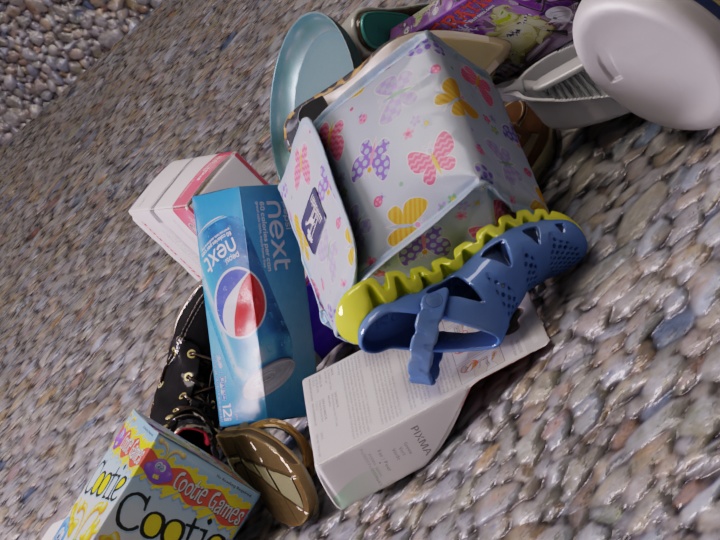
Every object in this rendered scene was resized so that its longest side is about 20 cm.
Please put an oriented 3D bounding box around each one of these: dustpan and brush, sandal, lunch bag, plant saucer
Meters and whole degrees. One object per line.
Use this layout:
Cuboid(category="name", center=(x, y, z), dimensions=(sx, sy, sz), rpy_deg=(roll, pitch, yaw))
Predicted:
Cuboid(category="dustpan and brush", center=(0.159, -0.154, 1.647), dimensions=(0.199, 0.057, 0.140), rpy_deg=(-25, 23, 19))
Cuboid(category="sandal", center=(0.086, 0.025, 1.464), dimensions=(0.199, 0.080, 0.087), rpy_deg=(-27, 56, -8))
Cuboid(category="sandal", center=(-0.068, 0.154, 1.595), dimensions=(0.054, 0.081, 0.200), rpy_deg=(-26, 8, -14))
Cuboid(category="lunch bag", center=(0.027, -0.059, 1.551), dimensions=(0.200, 0.127, 0.170), rpy_deg=(-36, 52, 26))
Cuboid(category="plant saucer", center=(-0.036, -0.150, 1.904), dimensions=(0.200, 0.027, 0.201), rpy_deg=(9, 100, 64))

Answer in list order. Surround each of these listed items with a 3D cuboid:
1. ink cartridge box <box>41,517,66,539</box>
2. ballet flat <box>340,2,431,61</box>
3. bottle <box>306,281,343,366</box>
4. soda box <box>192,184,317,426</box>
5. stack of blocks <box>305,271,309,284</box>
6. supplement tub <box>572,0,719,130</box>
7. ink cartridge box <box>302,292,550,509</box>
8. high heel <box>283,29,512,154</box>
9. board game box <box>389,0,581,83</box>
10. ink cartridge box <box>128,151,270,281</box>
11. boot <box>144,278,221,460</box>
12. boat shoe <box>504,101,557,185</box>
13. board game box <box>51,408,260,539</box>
Cuboid(category="ink cartridge box", center=(-0.267, 0.306, 1.714), dimensions=(0.117, 0.067, 0.200), rpy_deg=(-28, 27, 47))
Cuboid(category="ballet flat", center=(0.045, -0.232, 1.972), dimensions=(0.199, 0.070, 0.069), rpy_deg=(-3, -20, -45))
Cuboid(category="bottle", center=(0.000, 0.000, 1.749), dimensions=(0.200, 0.065, 0.084), rpy_deg=(-52, 9, -13))
Cuboid(category="soda box", center=(-0.089, 0.030, 1.680), dimensions=(0.064, 0.201, 0.068), rpy_deg=(-10, -4, 44))
Cuboid(category="stack of blocks", center=(-0.047, -0.033, 1.810), dimensions=(0.115, 0.058, 0.200), rpy_deg=(-47, -9, -37))
Cuboid(category="supplement tub", center=(0.265, -0.222, 1.488), dimensions=(0.144, 0.144, 0.200), rpy_deg=(-16, 36, 58))
Cuboid(category="ink cartridge box", center=(0.054, 0.088, 1.510), dimensions=(0.199, 0.050, 0.161), rpy_deg=(-26, 21, 5))
Cuboid(category="high heel", center=(0.028, -0.152, 1.682), dimensions=(0.199, 0.072, 0.143), rpy_deg=(-21, -3, -9))
Cuboid(category="board game box", center=(0.133, -0.236, 1.860), dimensions=(0.200, 0.120, 0.032), rpy_deg=(-27, 46, 49))
Cuboid(category="ink cartridge box", center=(-0.140, -0.044, 2.030), dimensions=(0.083, 0.147, 0.200), rpy_deg=(-51, 18, -15))
Cuboid(category="boot", center=(-0.149, 0.115, 1.784), dimensions=(0.151, 0.073, 0.201), rpy_deg=(-101, 35, -65))
Cuboid(category="boat shoe", center=(0.115, -0.093, 1.669), dimensions=(0.076, 0.074, 0.200), rpy_deg=(-38, 20, 32))
Cuboid(category="board game box", center=(-0.186, 0.230, 1.585), dimensions=(0.200, 0.103, 0.105), rpy_deg=(-58, 19, -4))
